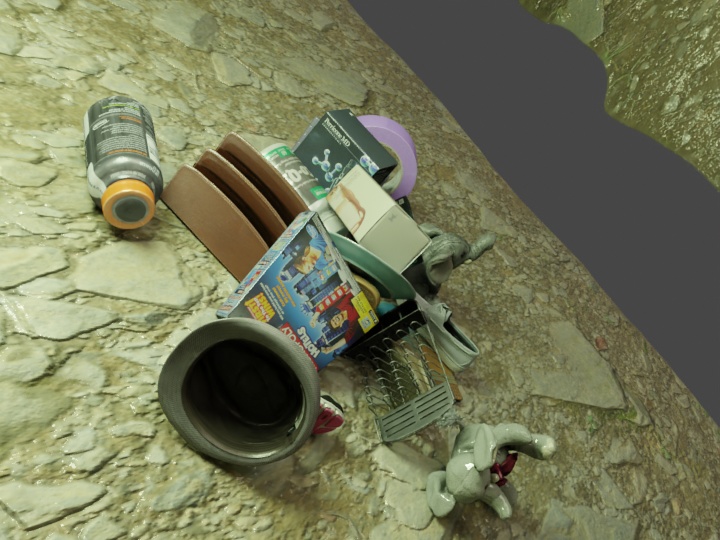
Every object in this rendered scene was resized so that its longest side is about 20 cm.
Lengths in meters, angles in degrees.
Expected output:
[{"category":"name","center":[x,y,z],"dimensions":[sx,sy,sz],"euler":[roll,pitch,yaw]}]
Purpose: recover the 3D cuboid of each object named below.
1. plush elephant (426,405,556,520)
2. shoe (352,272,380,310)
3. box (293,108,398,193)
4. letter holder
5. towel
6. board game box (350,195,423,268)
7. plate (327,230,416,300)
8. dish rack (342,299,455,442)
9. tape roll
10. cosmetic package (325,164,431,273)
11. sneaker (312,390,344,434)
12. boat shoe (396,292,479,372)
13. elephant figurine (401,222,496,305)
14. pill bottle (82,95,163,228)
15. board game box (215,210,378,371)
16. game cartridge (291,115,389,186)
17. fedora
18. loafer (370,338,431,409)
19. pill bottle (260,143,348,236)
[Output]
[{"category":"plush elephant","center":[0.186,0.307,1.160],"dimensions":[0.199,0.165,0.155],"euler":[35,29,-3]},{"category":"shoe","center":[-0.049,0.013,1.244],"dimensions":[0.198,0.071,0.053],"euler":[19,35,25]},{"category":"box","center":[-0.054,-0.184,1.466],"dimensions":[0.149,0.200,0.107],"euler":[47,26,7]},{"category":"letter holder","center":[-0.192,-0.104,1.212],"dimensions":[0.200,0.142,0.101],"euler":[46,26,2]},{"category":"towel","center":[0.108,0.152,1.425],"dimensions":[0.146,0.022,0.202],"euler":[20,37,-41]},{"category":"board game box","center":[0.047,-0.061,1.516],"dimensions":[0.201,0.134,0.028],"euler":[-97,160,-52]},{"category":"plate","center":[0.000,0.000,1.236],"dimensions":[0.198,0.026,0.200],"euler":[31,-12,7]},{"category":"dish rack","center":[0.061,0.162,1.201],"dimensions":[0.055,0.152,0.202],"euler":[42,23,-44]},{"category":"tape roll","center":[0.023,-0.227,1.641],"dimensions":[0.199,0.200,0.066],"euler":[35,28,-18]},{"category":"cosmetic package","center":[0.025,-0.086,1.266],"dimensions":[0.103,0.087,0.200],"euler":[42,6,-29]},{"category":"sneaker","center":[-0.104,0.154,1.046],"dimensions":[0.198,0.074,0.088],"euler":[28,36,-21]},{"category":"boat shoe","center":[0.150,0.099,1.455],"dimensions":[0.201,0.071,0.070],"euler":[50,26,5]},{"category":"elephant figurine","center":[0.152,-0.026,1.529],"dimensions":[0.141,0.201,0.155],"euler":[42,23,11]},{"category":"pill bottle","center":[-0.343,-0.153,1.102],"dimensions":[0.105,0.106,0.202],"euler":[21,34,-39]},{"category":"board game box","center":[-0.102,0.050,1.131],"dimensions":[0.202,0.199,0.061],"euler":[60,-22,-16]},{"category":"game cartridge","center":[-0.052,-0.207,1.583],"dimensions":[0.199,0.130,0.038],"euler":[35,8,-18]},{"category":"fedora","center":[-0.142,0.138,0.929],"dimensions":[0.199,0.178,0.090],"euler":[36,7,-14]},{"category":"loafer","center":[0.076,0.169,1.286],"dimensions":[0.067,0.076,0.201],"euler":[5,46,-44]},{"category":"pill bottle","center":[-0.117,-0.122,1.381],"dimensions":[0.201,0.113,0.113],"euler":[49,26,9]}]
